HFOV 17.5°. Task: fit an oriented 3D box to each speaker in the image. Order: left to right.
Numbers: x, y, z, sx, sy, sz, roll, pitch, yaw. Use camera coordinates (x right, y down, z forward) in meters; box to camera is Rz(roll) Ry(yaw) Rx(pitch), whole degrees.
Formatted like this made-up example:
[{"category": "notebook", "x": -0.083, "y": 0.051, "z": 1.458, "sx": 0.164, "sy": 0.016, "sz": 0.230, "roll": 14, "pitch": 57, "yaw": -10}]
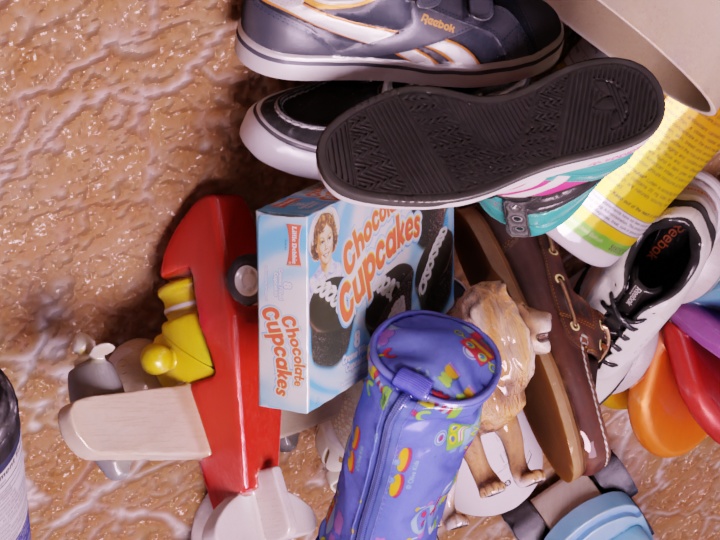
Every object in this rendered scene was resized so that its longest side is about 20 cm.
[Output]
[{"category": "speaker", "x": 0.064, "y": 0.086, "z": 1.592, "sx": 0.081, "sy": 0.081, "sz": 0.200, "roll": -33, "pitch": 141, "yaw": -3}]

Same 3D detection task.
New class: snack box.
[{"category": "snack box", "x": 0.000, "y": 0.000, "z": 1.389, "sx": 0.200, "sy": 0.037, "sz": 0.116, "roll": -29, "pitch": 122, "yaw": -59}]

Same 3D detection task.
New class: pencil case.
[{"category": "pencil case", "x": 0.022, "y": 0.121, "z": 1.386, "sx": 0.087, "sy": 0.078, "sz": 0.200, "roll": -51, "pitch": 161, "yaw": -52}]

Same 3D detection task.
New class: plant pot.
[{"category": "plant pot", "x": 0.185, "y": -0.223, "z": 1.318, "sx": 0.200, "sy": 0.187, "sz": 0.187, "roll": -53, "pitch": 139, "yaw": 1}]

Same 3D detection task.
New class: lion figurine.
[{"category": "lion figurine", "x": 0.055, "y": 0.092, "z": 1.467, "sx": 0.072, "sy": 0.123, "sz": 0.200, "roll": -12, "pitch": 164, "yaw": -36}]

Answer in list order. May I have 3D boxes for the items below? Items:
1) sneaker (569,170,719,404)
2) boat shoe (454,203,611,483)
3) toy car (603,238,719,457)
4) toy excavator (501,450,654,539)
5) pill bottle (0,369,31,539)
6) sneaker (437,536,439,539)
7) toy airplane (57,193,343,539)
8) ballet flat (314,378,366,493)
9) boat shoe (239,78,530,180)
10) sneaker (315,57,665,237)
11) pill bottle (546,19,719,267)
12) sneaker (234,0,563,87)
[{"category": "sneaker", "x": 0.167, "y": 0.022, "z": 1.537, "sx": 0.200, "sy": 0.074, "sz": 0.080, "roll": -60, "pitch": 179, "yaw": 23}, {"category": "boat shoe", "x": 0.124, "y": 0.036, "z": 1.494, "sx": 0.070, "sy": 0.200, "sz": 0.070, "roll": -13, "pitch": 157, "yaw": -16}, {"category": "toy car", "x": 0.249, "y": 0.044, "z": 1.627, "sx": 0.175, "sy": 0.150, "sz": 0.200, "roll": 14, "pitch": 120, "yaw": -42}, {"category": "toy excavator", "x": 0.210, "y": 0.261, "z": 1.774, "sx": 0.100, "sy": 0.200, "sz": 0.195, "roll": -32, "pitch": 140, "yaw": -3}, {"category": "pill bottle", "x": -0.253, "y": 0.113, "z": 1.370, "sx": 0.112, "sy": 0.112, "sz": 0.200, "roll": -18, "pitch": 137, "yaw": -20}, {"category": "sneaker", "x": 0.048, "y": 0.280, "z": 1.744, "sx": 0.076, "sy": 0.115, "sz": 0.201, "roll": -17, "pitch": 137, "yaw": -21}, {"category": "toy airplane", "x": -0.094, "y": 0.080, "z": 1.420, "sx": 0.199, "sy": 0.141, "sz": 0.200, "roll": -61, "pitch": 139, "yaw": -32}, {"category": "ballet flat", "x": 0.002, "y": 0.127, "z": 1.599, "sx": 0.062, "sy": 0.068, "sz": 0.200, "roll": -23, "pitch": 143, "yaw": 2}, {"category": "boat shoe", "x": 0.021, "y": -0.102, "z": 1.380, "sx": 0.199, "sy": 0.074, "sz": 0.068, "roll": -5, "pitch": 135, "yaw": -33}, {"category": "sneaker", "x": 0.065, "y": -0.064, "z": 1.339, "sx": 0.199, "sy": 0.084, "sz": 0.121, "roll": -10, "pitch": 163, "yaw": -12}, {"category": "pill bottle", "x": 0.180, "y": -0.109, "z": 1.457, "sx": 0.200, "sy": 0.111, "sz": 0.111, "roll": -48, "pitch": 139, "yaw": 15}, {"category": "sneaker", "x": 0.031, "y": -0.153, "z": 1.324, "sx": 0.200, "sy": 0.078, "sz": 0.080, "roll": -4, "pitch": 127, "yaw": -23}]
